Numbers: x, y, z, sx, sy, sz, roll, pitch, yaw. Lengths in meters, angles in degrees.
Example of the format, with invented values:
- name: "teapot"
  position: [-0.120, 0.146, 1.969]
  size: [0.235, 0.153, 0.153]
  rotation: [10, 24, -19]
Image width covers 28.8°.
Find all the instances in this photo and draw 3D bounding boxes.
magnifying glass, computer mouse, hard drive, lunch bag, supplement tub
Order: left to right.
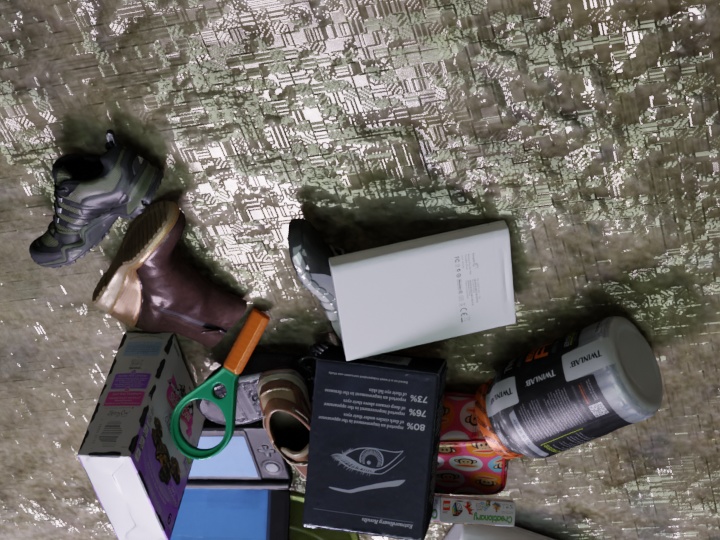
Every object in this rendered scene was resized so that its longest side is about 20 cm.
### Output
- name: "magnifying glass"
  position: [-0.166, 0.139, 1.708]
  size: [0.079, 0.022, 0.201]
  rotation: [30, 102, 10]
- name: "computer mouse"
  position: [-0.108, 0.141, 1.756]
  size: [0.198, 0.053, 0.139]
  rotation: [-11, 133, 7]
- name: "hard drive"
  position: [0.071, 0.023, 1.560]
  size: [0.198, 0.026, 0.133]
  rotation: [-12, 125, -4]
- name: "lunch bag"
  position: [0.091, 0.227, 1.766]
  size: [0.198, 0.083, 0.177]
  rotation: [3, 143, 8]
- name: "supplement tub"
  position: [0.238, 0.142, 1.628]
  size: [0.199, 0.123, 0.122]
  rotation: [-27, 123, 32]

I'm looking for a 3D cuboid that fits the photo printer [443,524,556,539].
- name: "photo printer"
  position: [0.203, 0.423, 1.945]
  size: [0.198, 0.070, 0.167]
  rotation: [19, 134, -7]

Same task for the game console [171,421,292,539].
- name: "game console"
  position: [-0.199, 0.299, 1.878]
  size: [0.198, 0.117, 0.177]
  rotation: [-2, 134, 13]

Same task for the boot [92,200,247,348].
- name: "boot"
  position: [-0.204, 0.007, 1.647]
  size: [0.165, 0.073, 0.200]
  rotation: [20, 134, -25]

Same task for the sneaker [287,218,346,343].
- name: "sneaker"
  position: [0.000, 0.000, 1.586]
  size: [0.114, 0.076, 0.201]
  rotation: [-14, 138, 16]

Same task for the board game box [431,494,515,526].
- name: "board game box"
  position: [0.084, 0.302, 1.790]
  size: [0.125, 0.035, 0.199]
  rotation: [10, 169, -36]

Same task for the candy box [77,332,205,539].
- name: "candy box"
  position: [-0.265, 0.205, 1.740]
  size: [0.071, 0.201, 0.169]
  rotation: [-1, 134, 14]

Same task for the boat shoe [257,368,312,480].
- name: "boat shoe"
  position: [-0.079, 0.209, 1.734]
  size: [0.075, 0.072, 0.201]
  rotation: [-16, 132, 12]

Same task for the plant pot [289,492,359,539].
- name: "plant pot"
  position: [-0.114, 0.444, 1.949]
  size: [0.198, 0.191, 0.201]
  rotation: [6, 135, 6]

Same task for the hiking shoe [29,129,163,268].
- name: "hiking shoe"
  position: [-0.314, -0.082, 1.573]
  size: [0.199, 0.076, 0.101]
  rotation: [-34, 112, 25]

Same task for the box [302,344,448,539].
- name: "box"
  position: [0.018, 0.200, 1.635]
  size: [0.146, 0.104, 0.202]
  rotation: [7, 97, 8]
